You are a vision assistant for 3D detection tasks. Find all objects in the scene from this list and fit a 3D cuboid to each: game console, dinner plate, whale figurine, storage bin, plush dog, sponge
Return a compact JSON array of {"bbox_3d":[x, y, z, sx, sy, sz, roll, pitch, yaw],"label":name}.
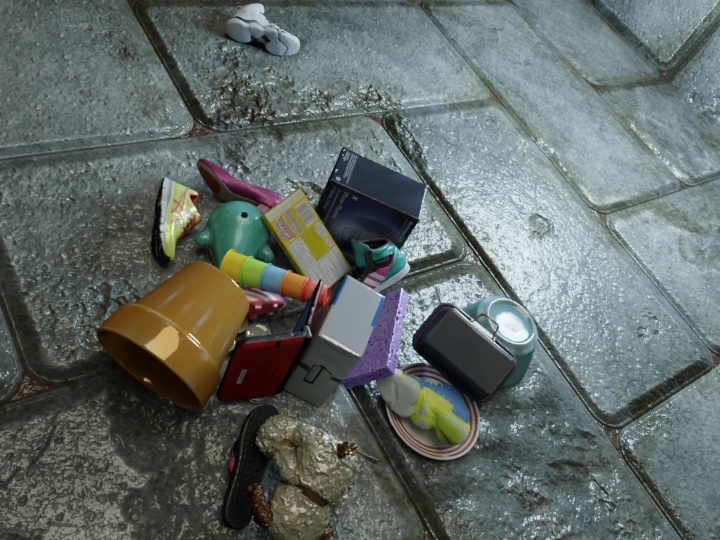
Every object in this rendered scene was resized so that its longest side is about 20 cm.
[{"bbox_3d":[-0.153,0.118,1.081,0.172,0.200,0.119,-4,56,-27],"label":"game console"},{"bbox_3d":[0.137,0.270,1.239,0.199,0.024,0.201,13,51,-16],"label":"dinner plate"},{"bbox_3d":[-0.243,-0.050,1.257,0.159,0.104,0.201,16,52,-14],"label":"whale figurine"},{"bbox_3d":[0.210,0.148,1.225,0.200,0.134,0.146,41,86,7],"label":"storage bin"},{"bbox_3d":[-0.078,0.338,0.989,0.200,0.160,0.172,37,67,-24],"label":"plush dog"},{"bbox_3d":[0.028,0.128,1.236,0.030,0.111,0.200,49,36,-29],"label":"sponge"}]

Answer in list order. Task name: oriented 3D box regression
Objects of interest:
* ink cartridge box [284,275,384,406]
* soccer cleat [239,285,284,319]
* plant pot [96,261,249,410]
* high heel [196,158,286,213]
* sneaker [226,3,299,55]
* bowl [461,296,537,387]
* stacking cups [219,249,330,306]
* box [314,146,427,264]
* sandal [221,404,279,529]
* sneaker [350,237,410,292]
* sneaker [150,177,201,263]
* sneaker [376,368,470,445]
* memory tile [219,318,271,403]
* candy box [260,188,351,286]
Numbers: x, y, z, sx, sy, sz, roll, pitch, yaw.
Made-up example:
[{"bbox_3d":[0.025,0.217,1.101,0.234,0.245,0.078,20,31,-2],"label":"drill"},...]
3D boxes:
[{"bbox_3d":[-0.050,0.129,1.143,0.084,0.200,0.146,28,48,-5],"label":"ink cartridge box"},{"bbox_3d":[-0.238,0.047,1.185,0.199,0.067,0.077,-3,65,-22],"label":"soccer cleat"},{"bbox_3d":[-0.283,0.091,1.039,0.200,0.200,0.183,33,60,2],"label":"plant pot"},{"bbox_3d":[-0.254,-0.182,1.379,0.200,0.067,0.096,45,57,-7],"label":"high heel"},{"bbox_3d":[-0.257,-0.660,1.747,0.199,0.075,0.115,14,53,-11],"label":"sneaker"},{"bbox_3d":[0.293,0.134,1.365,0.200,0.105,0.201,12,50,-15],"label":"bowl"},{"bbox_3d":[-0.153,0.019,1.168,0.199,0.061,0.061,18,47,9],"label":"stacking cups"},{"bbox_3d":[0.008,-0.119,1.363,0.198,0.200,0.124,22,47,-7],"label":"box"},{"bbox_3d":[-0.184,0.309,1.036,0.075,0.045,0.201,37,56,-34],"label":"sandal"},{"bbox_3d":[0.000,0.000,1.288,0.200,0.084,0.121,-36,118,-19],"label":"sneaker"},{"bbox_3d":[-0.356,-0.098,1.262,0.090,0.078,0.201,13,51,-24],"label":"sneaker"},{"bbox_3d":[0.122,0.240,1.206,0.200,0.076,0.105,40,30,9],"label":"sneaker"},{"bbox_3d":[-0.232,0.144,1.170,0.200,0.017,0.154,29,48,-2],"label":"memory tile"},{"bbox_3d":[-0.107,-0.054,1.301,0.102,0.026,0.200,-40,108,-27],"label":"candy box"}]
